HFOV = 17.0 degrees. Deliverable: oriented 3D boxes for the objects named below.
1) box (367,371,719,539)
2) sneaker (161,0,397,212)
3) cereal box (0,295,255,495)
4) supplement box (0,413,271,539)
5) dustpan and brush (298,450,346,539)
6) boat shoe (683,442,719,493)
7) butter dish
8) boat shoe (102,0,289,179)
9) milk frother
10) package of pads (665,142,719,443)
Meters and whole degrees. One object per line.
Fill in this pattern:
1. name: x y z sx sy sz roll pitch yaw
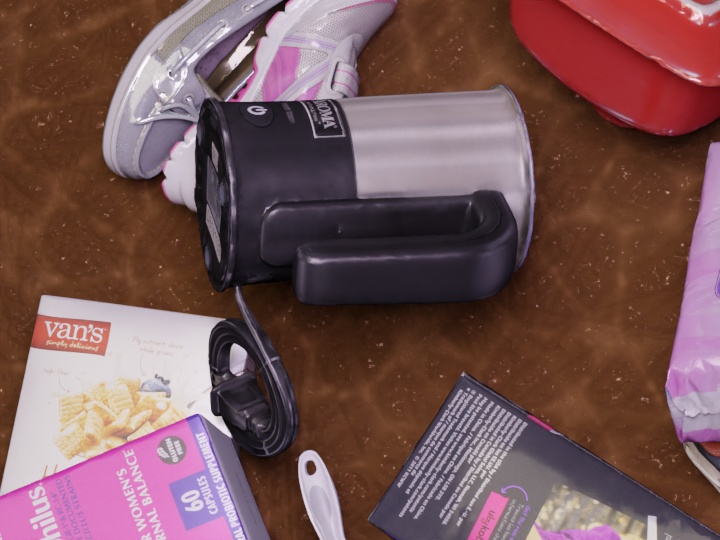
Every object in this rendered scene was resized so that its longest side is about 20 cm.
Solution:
1. box: 0.124 0.163 1.393 0.200 0.122 0.106 33 85 23
2. sneaker: -0.034 -0.102 1.553 0.088 0.081 0.200 39 94 20
3. cereal box: -0.151 0.122 1.527 0.144 0.040 0.200 7 76 9
4. supplement box: -0.160 0.175 1.441 0.200 0.103 0.101 -24 76 2
5. dustpan and brush: -0.001 0.206 1.452 0.139 0.057 0.200 -20 69 11
6. boat shoe: 0.262 0.147 1.389 0.200 0.071 0.063 50 135 21
7. butter dish: 0.178 -0.152 1.468 0.199 0.148 0.200 37 46 24
8. boat shoe: -0.092 -0.139 1.581 0.065 0.074 0.202 34 79 28
9. milk frother: 0.000 0.000 1.471 0.188 0.200 0.181 -3 48 -13
10. package of pads: 0.249 0.011 1.383 0.120 0.076 0.200 1 44 18
